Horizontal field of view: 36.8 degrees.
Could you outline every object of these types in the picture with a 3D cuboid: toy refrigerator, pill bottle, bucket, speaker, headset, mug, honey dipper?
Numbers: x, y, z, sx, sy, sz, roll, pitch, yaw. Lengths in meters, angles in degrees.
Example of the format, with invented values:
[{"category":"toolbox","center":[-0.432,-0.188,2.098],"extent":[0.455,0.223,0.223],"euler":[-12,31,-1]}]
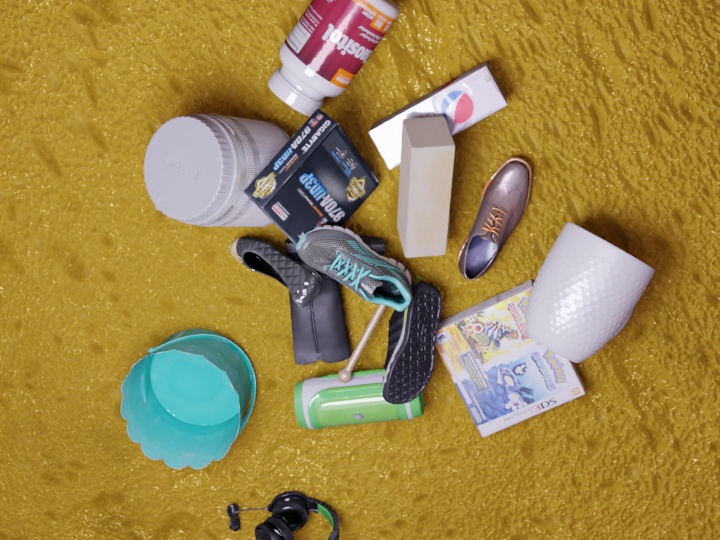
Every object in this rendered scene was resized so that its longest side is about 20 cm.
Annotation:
[{"category":"toy refrigerator","center":[0.097,-0.120,1.584],"extent":[0.070,0.076,0.200],"euler":[-5,131,-7]},{"category":"pill bottle","center":[-0.043,-0.326,1.560],"extent":[0.113,0.113,0.200],"euler":[36,108,-5]},{"category":"bucket","center":[-0.271,0.197,1.734],"extent":[0.206,0.135,0.208],"euler":[2,108,6]},{"category":"speaker","center":[-0.002,0.205,1.734],"extent":[0.199,0.088,0.089],"euler":[-7,106,9]},{"category":"headset","center":[-0.132,0.432,1.809],"extent":[0.199,0.124,0.094],"euler":[15,129,17]},{"category":"mug","center":[0.343,0.047,1.615],"extent":[0.200,0.148,0.176],"euler":[23,99,-44]},{"category":"honey dipper","center":[0.018,0.087,1.696],"extent":[0.038,0.038,0.200],"euler":[27,95,-2]}]

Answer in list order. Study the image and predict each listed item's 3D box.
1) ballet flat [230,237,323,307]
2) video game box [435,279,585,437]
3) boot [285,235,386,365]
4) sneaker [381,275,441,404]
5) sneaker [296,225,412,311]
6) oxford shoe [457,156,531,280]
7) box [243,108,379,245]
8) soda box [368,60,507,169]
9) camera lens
[{"category":"ballet flat","center":[-0.138,-0.003,1.649],"extent":[0.057,0.200,0.067],"euler":[-49,136,-17]},{"category":"video game box","center":[0.231,0.141,1.710],"extent":[0.182,0.047,0.200],"euler":[-26,102,11]},{"category":"boot","center":[-0.035,0.049,1.698],"extent":[0.164,0.066,0.201],"euler":[0,104,15]},{"category":"sneaker","center":[0.076,0.109,1.685],"extent":[0.072,0.083,0.201],"euler":[18,88,-22]},{"category":"sneaker","center":[0.000,0.000,1.593],"extent":[0.200,0.091,0.078],"euler":[23,108,-23]},{"category":"oxford shoe","center":[0.206,-0.073,1.631],"extent":[0.071,0.073,0.200],"euler":[21,108,0]},{"category":"box","center":[-0.066,-0.121,1.566],"extent":[0.046,0.200,0.159],"euler":[40,85,28]},{"category":"soda box","center":[0.114,-0.229,1.598],"extent":[0.200,0.064,0.068],"euler":[-28,102,13]},{"category":"camera lens","center":[-0.194,-0.144,1.573],"extent":[0.160,0.200,0.161],"euler":[1,92,31]}]
